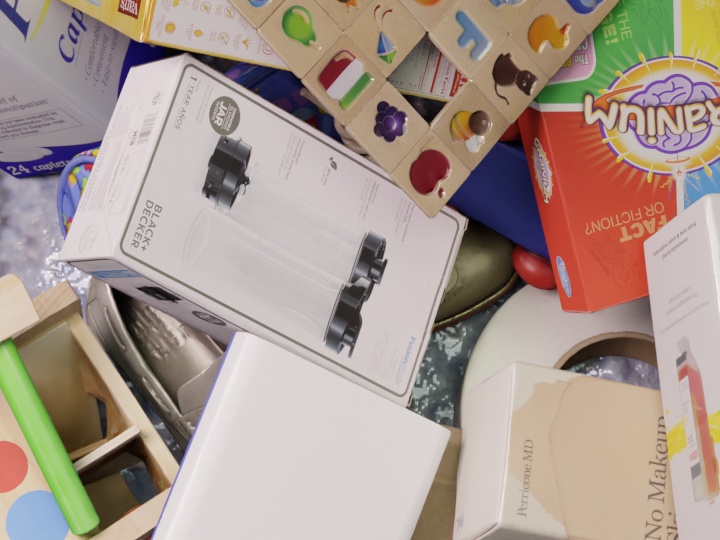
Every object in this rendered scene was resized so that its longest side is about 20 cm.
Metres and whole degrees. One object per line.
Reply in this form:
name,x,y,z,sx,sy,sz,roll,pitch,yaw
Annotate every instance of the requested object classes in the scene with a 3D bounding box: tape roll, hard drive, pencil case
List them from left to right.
pencil case,-0.083,-0.066,1.215,0.078,0.088,0.200,21,37,30
hard drive,-0.045,0.150,1.099,0.131,0.025,0.202,27,78,-25
tape roll,0.152,0.090,1.239,0.201,0.037,0.205,2,69,-4

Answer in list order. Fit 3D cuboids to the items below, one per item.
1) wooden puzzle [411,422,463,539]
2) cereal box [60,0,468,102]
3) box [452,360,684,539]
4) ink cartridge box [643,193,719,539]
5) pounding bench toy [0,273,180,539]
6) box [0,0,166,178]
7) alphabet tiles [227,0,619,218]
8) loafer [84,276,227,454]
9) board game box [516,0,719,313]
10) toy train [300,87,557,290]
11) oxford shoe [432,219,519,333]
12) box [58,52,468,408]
wooden puzzle,-0.005,0.175,1.154,0.183,0.037,0.202,14,83,-22
cereal box,-0.050,-0.134,1.146,0.198,0.144,0.040,8,102,-30
box,0.155,0.118,1.149,0.198,0.078,0.096,11,71,-15
ink cartridge box,0.236,0.068,1.101,0.144,0.083,0.202,0,73,-18
pounding bench toy,-0.163,0.106,1.116,0.124,0.200,0.157,-31,74,-16
box,-0.200,-0.180,1.212,0.104,0.200,0.186,-6,65,31
alphabet tiles,0.044,-0.157,1.097,0.167,0.008,0.200,46,74,-17
loafer,-0.082,0.071,1.206,0.200,0.070,0.070,42,72,10
board game box,0.161,-0.093,1.170,0.152,0.040,0.202,-16,96,-15
toy train,0.061,-0.083,1.240,0.199,0.085,0.116,29,29,-10
oxford shoe,0.000,0.000,1.238,0.198,0.075,0.071,-9,70,-9
box,-0.047,-0.016,1.133,0.199,0.060,0.118,27,72,-31
